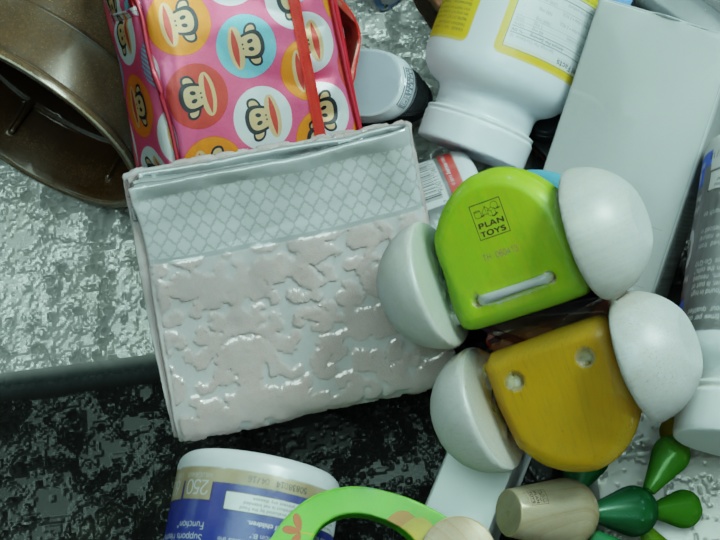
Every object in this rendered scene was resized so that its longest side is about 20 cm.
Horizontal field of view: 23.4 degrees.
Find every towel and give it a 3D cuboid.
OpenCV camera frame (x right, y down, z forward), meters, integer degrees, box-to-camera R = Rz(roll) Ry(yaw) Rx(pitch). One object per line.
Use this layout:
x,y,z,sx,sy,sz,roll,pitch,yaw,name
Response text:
-0.044,0.009,1.151,0.199,0.032,0.192,-11,109,-2,towel

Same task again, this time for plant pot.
-0.200,-0.185,1.284,0.199,0.201,0.199,24,69,13,plant pot

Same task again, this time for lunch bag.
-0.076,-0.141,1.194,0.175,0.082,0.201,-16,100,-27,lunch bag

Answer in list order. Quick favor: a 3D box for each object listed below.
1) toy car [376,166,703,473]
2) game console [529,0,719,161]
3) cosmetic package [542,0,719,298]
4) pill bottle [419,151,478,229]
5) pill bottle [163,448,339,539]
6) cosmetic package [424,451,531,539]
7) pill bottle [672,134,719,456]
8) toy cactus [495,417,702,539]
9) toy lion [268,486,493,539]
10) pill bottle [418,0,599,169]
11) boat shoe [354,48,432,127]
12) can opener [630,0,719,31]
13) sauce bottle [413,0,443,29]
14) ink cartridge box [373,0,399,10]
0.122,0.022,1.115,0.174,0.150,0.201,-20,100,25,toy car
0.211,-0.145,1.298,0.200,0.031,0.177,-44,73,-7,game console
0.190,-0.079,1.216,0.106,0.090,0.201,22,94,17,cosmetic package
0.000,0.000,1.231,0.199,0.116,0.116,-20,71,1,pill bottle
-0.084,0.229,1.168,0.115,0.116,0.201,7,73,9,pill bottle
0.063,0.186,1.182,0.050,0.083,0.201,21,75,11,cosmetic package
0.265,0.018,1.128,0.113,0.114,0.201,10,75,10,pill bottle
0.170,0.160,1.151,0.164,0.102,0.201,4,59,-30,toy cactus
-0.033,0.227,1.089,0.191,0.069,0.201,20,75,4,toy lion
0.112,-0.178,1.234,0.111,0.112,0.201,21,90,13,pill bottle
-0.033,-0.142,1.305,0.199,0.066,0.070,8,84,33,boat shoe
0.269,-0.132,1.254,0.200,0.053,0.067,39,80,12,can opener
0.132,-0.250,1.322,0.200,0.066,0.066,-38,72,-4,sauce bottle
0.012,-0.324,1.350,0.136,0.076,0.201,-34,73,1,ink cartridge box
